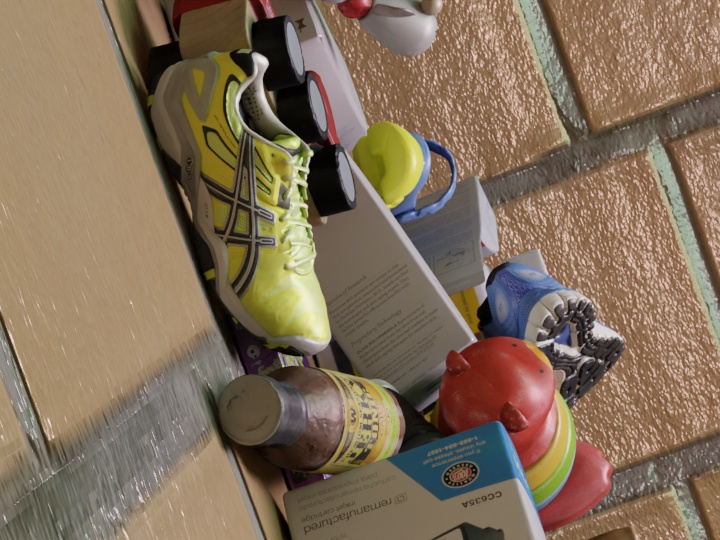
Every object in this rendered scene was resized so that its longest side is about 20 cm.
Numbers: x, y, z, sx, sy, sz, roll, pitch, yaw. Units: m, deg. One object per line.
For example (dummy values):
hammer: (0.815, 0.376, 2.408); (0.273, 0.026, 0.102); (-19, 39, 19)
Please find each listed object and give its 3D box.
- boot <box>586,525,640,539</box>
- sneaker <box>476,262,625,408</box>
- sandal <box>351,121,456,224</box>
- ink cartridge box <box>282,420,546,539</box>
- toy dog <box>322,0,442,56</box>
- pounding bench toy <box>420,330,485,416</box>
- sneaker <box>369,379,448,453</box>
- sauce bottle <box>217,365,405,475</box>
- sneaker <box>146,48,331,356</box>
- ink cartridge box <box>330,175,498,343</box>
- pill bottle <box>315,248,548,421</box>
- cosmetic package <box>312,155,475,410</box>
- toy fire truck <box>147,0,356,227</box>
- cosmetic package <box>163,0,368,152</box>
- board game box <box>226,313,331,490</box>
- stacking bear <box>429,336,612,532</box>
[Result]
boot: (0.114, 0.280, 1.538); (0.066, 0.198, 0.177); (-6, 76, -85)
sneaker: (0.142, 0.044, 1.832); (0.089, 0.079, 0.200); (43, -8, 27)
sandal: (0.006, -0.051, 1.867); (0.087, 0.199, 0.080); (-1, 72, -39)
ink cartridge box: (0.048, 0.208, 1.403); (0.086, 0.145, 0.201); (67, 6, -47)
toy dog: (-0.006, -0.230, 1.704); (0.199, 0.096, 0.133); (6, 56, -53)
pounding bench toy: (0.075, 0.174, 1.818); (0.124, 0.155, 0.201); (60, 11, -66)
sneaker: (0.044, 0.178, 1.629); (0.099, 0.070, 0.201); (37, -30, 60)
sauce bottle: (-0.030, 0.090, 1.421); (0.065, 0.064, 0.200); (71, 16, 11)
sneaker: (-0.063, -0.042, 1.480); (0.201, 0.076, 0.075); (65, 28, -4)
ink cartridge box: (0.031, 0.009, 1.882); (0.200, 0.159, 0.048); (-90, 156, -64)
pill bottle: (0.069, 0.060, 1.948); (0.114, 0.198, 0.115); (-20, 90, -85)
cosmetic package: (0.000, 0.000, 1.725); (0.201, 0.085, 0.108); (54, 1, 14)
toy fire truck: (-0.086, -0.142, 1.632); (0.201, 0.128, 0.177); (-90, 163, -46)
cosmetic package: (-0.067, -0.149, 1.817); (0.200, 0.107, 0.085); (63, 7, -66)
board game box: (-0.036, 0.112, 1.572); (0.120, 0.032, 0.202); (-76, 146, -87)
stacking bear: (0.099, 0.108, 1.659); (0.122, 0.113, 0.200); (50, -8, 22)
